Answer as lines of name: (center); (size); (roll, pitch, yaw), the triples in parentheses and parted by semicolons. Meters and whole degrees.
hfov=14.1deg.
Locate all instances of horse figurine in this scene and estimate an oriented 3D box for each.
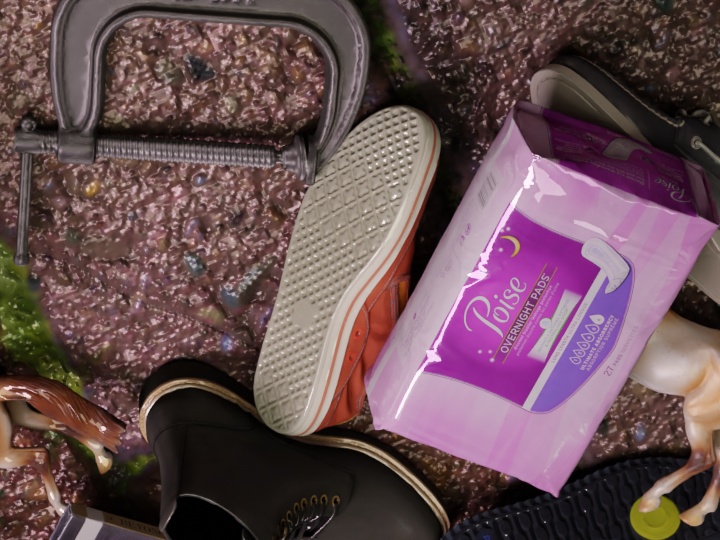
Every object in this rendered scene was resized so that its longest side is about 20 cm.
horse figurine: (-0.228, 0.115, 1.655); (0.200, 0.050, 0.133); (-37, 121, 17)
horse figurine: (0.169, 0.066, 1.637); (0.199, 0.050, 0.133); (31, 109, 2)

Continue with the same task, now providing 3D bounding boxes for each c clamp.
c clamp: (-0.093, -0.087, 1.572); (0.198, 0.027, 0.172); (-1, 113, -1)

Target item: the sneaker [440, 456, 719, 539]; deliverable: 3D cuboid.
sneaker: (0.136, 0.166, 1.712); (0.199, 0.066, 0.079); (-15, 148, -4)

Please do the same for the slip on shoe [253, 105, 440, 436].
slip on shoe: (0.000, 0.000, 1.609); (0.061, 0.074, 0.201); (-1, 118, -44)

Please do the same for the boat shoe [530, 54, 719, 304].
boat shoe: (0.174, -0.057, 1.602); (0.200, 0.073, 0.063); (43, 64, -18)

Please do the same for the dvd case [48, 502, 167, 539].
dvd case: (-0.113, 0.219, 1.718); (0.199, 0.016, 0.149); (18, 119, -25)

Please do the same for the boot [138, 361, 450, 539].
boot: (-0.037, 0.145, 1.635); (0.199, 0.139, 0.078); (24, 114, -17)

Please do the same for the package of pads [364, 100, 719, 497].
package of pads: (0.094, 0.016, 1.552); (0.120, 0.076, 0.201); (20, 119, -15)
